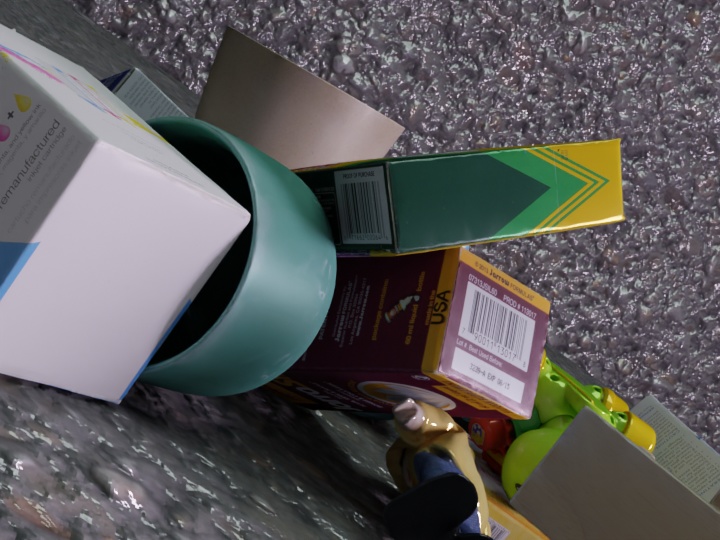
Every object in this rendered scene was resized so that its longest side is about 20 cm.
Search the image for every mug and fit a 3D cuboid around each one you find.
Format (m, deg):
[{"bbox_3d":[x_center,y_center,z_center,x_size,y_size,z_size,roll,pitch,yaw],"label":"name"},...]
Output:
[{"bbox_3d":[-0.101,-0.010,0.762,0.185,0.152,0.114,41,9,34],"label":"mug"}]

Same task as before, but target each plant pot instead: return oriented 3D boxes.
[{"bbox_3d":[-0.089,-0.092,1.173,0.187,0.200,0.187,29,7,-4],"label":"plant pot"}]

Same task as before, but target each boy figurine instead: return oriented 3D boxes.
[{"bbox_3d":[0.047,0.138,0.821,0.200,0.064,0.124,-102,170,-83],"label":"boy figurine"}]

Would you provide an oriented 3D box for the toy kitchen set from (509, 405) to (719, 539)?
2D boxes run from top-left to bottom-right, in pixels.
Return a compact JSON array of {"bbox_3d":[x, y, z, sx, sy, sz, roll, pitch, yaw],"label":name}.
[{"bbox_3d":[0.186,0.171,0.762,0.163,0.200,0.180,39,7,20],"label":"toy kitchen set"}]

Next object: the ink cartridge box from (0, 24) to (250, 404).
[{"bbox_3d":[-0.186,-0.046,0.679,0.200,0.129,0.125,39,7,33],"label":"ink cartridge box"}]

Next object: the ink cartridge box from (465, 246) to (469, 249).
[{"bbox_3d":[0.001,0.021,1.180,0.116,0.200,0.067,37,42,7],"label":"ink cartridge box"}]

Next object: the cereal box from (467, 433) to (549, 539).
[{"bbox_3d":[0.113,0.186,0.989,0.144,0.040,0.200,36,6,-15],"label":"cereal box"}]

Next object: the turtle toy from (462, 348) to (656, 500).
[{"bbox_3d":[0.138,0.120,0.958,0.146,0.101,0.200,36,6,-8],"label":"turtle toy"}]

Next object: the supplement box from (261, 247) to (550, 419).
[{"bbox_3d":[0.013,0.045,0.867,0.200,0.086,0.110,-3,-23,42],"label":"supplement box"}]

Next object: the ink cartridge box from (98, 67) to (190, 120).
[{"bbox_3d":[-0.150,-0.072,1.020,0.200,0.043,0.196,43,-19,-23],"label":"ink cartridge box"}]

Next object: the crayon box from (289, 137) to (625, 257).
[{"bbox_3d":[0.042,-0.048,0.829,0.172,0.058,0.200,-10,6,-30],"label":"crayon box"}]

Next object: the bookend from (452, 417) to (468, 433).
[{"bbox_3d":[0.102,0.112,1.241,0.200,0.092,0.199,31,7,-33],"label":"bookend"}]

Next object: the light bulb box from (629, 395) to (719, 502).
[{"bbox_3d":[0.280,0.235,1.009,0.198,0.125,0.200,47,2,-19],"label":"light bulb box"}]

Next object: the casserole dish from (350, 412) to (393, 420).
[{"bbox_3d":[-0.032,0.068,1.088,0.200,0.039,0.121,39,7,28],"label":"casserole dish"}]
